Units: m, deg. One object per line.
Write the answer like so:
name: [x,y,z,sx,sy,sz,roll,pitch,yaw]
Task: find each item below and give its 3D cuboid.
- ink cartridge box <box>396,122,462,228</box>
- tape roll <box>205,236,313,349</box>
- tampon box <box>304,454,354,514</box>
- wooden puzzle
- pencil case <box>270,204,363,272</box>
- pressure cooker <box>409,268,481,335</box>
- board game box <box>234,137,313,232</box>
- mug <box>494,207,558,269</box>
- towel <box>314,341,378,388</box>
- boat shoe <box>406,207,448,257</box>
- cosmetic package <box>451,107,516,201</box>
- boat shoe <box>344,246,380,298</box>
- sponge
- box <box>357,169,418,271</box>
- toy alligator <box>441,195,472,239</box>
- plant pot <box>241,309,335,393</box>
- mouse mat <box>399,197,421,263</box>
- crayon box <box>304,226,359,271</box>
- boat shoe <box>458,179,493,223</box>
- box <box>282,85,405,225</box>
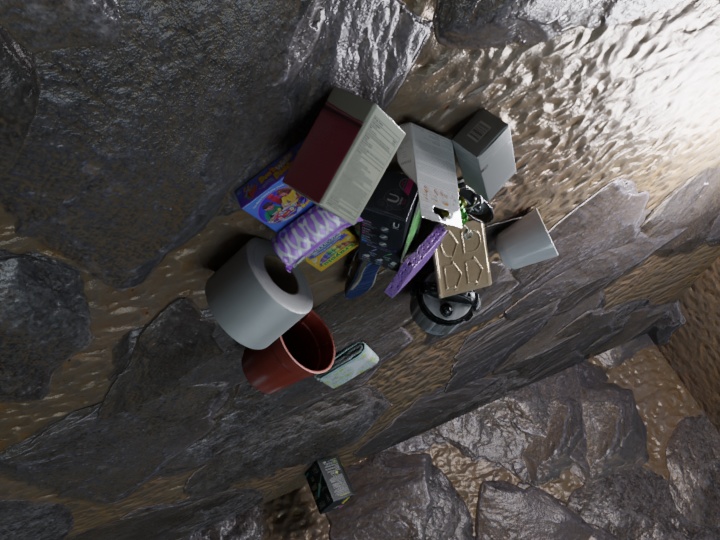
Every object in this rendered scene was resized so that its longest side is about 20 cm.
ink cartridge box: [0.143,-0.191,1.401,0.050,0.204,0.160,-13,166,39]
tape roll: [-0.218,0.050,1.467,0.139,0.204,0.202,-38,151,20]
tampon box: [-0.143,0.979,3.085,0.125,0.202,0.150,-4,145,-38]
wooden puzzle: [0.268,-0.035,1.838,0.198,0.188,0.046,-13,-172,-31]
pencil case: [-0.096,-0.084,1.409,0.199,0.086,0.084,-37,148,13]
pressure cooker: [0.241,0.085,1.937,0.174,0.180,0.200,-30,167,-14]
board game box: [-0.132,-0.171,1.343,0.199,0.045,0.134,-35,152,11]
mug: [0.483,-0.072,1.974,0.152,0.151,0.186,-27,147,15]
towel: [-0.046,0.316,2.237,0.198,0.049,0.171,-31,155,4]
boat shoe: [0.169,-0.096,1.713,0.199,0.075,0.073,-41,150,24]
cosmetic package: [0.282,-0.257,1.515,0.107,0.090,0.200,-47,150,-3]
boat shoe: [0.000,0.000,1.719,0.071,0.073,0.201,-12,153,-29]
sponge: [0.135,-0.024,1.605,0.200,0.030,0.112,-44,168,-47]
box: [0.063,-0.110,1.505,0.105,0.123,0.201,18,149,8]
toy alligator: [0.234,-0.142,1.620,0.059,0.054,0.201,-39,121,-4]
plant pot: [-0.204,0.221,1.795,0.194,0.203,0.199,-35,153,31]
mouse mat: [0.129,-0.113,1.542,0.200,0.007,0.163,-46,153,-68]
crayon box: [-0.081,-0.070,1.552,0.125,0.052,0.200,-34,152,11]
boat shoe: [0.284,-0.171,1.707,0.073,0.061,0.199,-34,152,16]
box: [-0.029,-0.207,1.229,0.202,0.108,0.127,-60,147,2]
